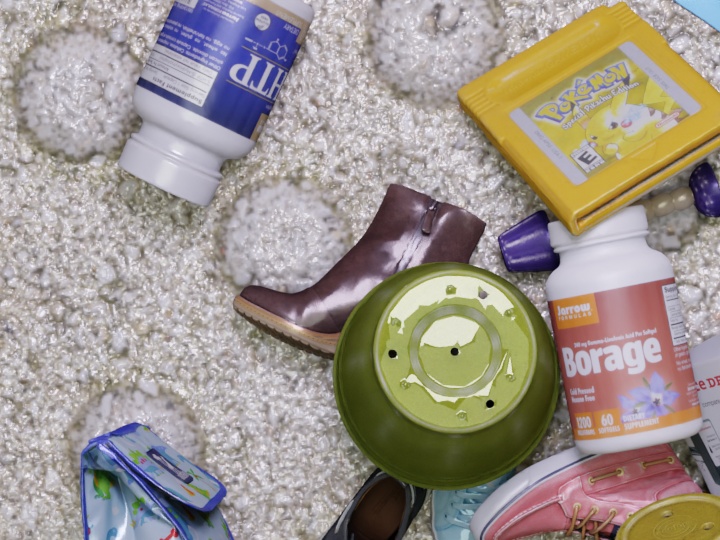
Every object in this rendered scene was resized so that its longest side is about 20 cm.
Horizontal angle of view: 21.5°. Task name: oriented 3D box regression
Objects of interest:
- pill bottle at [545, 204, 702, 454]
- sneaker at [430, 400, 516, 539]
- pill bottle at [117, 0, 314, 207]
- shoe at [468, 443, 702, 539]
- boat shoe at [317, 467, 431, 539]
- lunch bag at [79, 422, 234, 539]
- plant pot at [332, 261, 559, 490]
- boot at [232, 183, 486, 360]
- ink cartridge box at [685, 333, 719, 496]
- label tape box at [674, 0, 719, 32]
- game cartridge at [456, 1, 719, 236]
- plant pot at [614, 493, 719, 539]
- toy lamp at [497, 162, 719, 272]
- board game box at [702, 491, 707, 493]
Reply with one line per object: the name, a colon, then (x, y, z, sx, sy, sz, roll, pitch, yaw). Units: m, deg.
pill bottle: (0.220, 0.050, 1.625, 0.112, 0.112, 0.201, -12, 88, 3)
sneaker: (0.104, 0.179, 1.699, 0.074, 0.082, 0.201, 10, 92, 3)
pill bottle: (-0.133, -0.165, 1.681, 0.119, 0.120, 0.201, 25, 94, 2)
shoe: (0.200, 0.208, 1.666, 0.200, 0.072, 0.091, -25, 59, -17)
boat shoe: (-0.007, 0.258, 1.713, 0.072, 0.068, 0.200, 31, 101, 4)
lunch bag: (-0.180, 0.232, 1.671, 0.127, 0.170, 0.201, -24, 89, 4)
plant pot: (0.076, 0.077, 1.572, 0.199, 0.193, 0.201, 0, 81, 0)
boot: (0.000, 0.000, 1.718, 0.199, 0.072, 0.167, 18, 81, 3)
ink cartridge box: (0.362, 0.150, 1.646, 0.083, 0.147, 0.201, -26, 89, -29)
label tape box: (0.394, -0.286, 1.678, 0.144, 0.063, 0.200, 34, 93, 2)
game cartridge: (0.203, -0.138, 1.638, 0.176, 0.032, 0.200, -31, 49, -6)
plant pot: (0.283, 0.273, 1.593, 0.199, 0.200, 0.142, -18, 109, 3)
toy lamp: (0.222, -0.043, 1.700, 0.199, 0.058, 0.058, -16, 91, 1)
board game box: (0.264, 0.299, 1.724, 0.095, 0.030, 0.201, 3, 95, 3)
